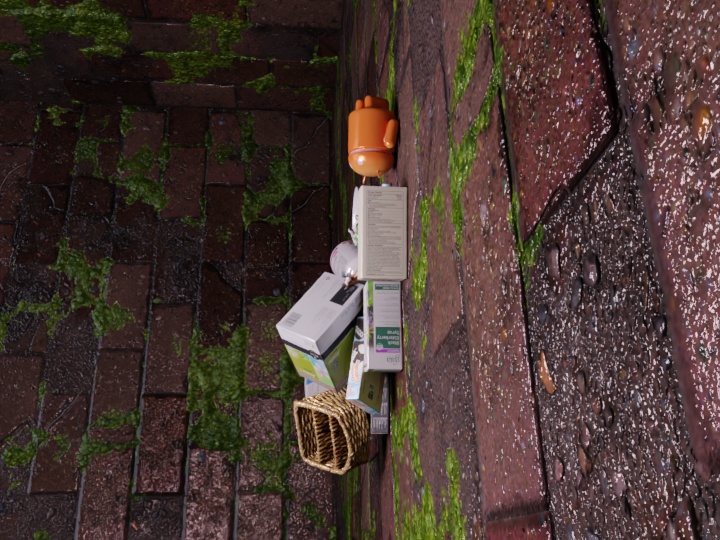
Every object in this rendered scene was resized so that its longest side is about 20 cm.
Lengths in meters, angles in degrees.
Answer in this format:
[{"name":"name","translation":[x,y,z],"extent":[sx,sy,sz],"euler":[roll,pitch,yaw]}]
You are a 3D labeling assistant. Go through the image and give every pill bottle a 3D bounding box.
[{"name":"pill bottle","translation":[0.000,0.000,1.801],"extent":[0.200,0.113,0.114],"euler":[-135,45,-65]}]

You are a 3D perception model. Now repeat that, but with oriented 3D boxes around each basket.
[{"name":"basket","translation":[-0.068,0.413,1.747],"extent":[0.143,0.149,0.200],"euler":[38,138,53]}]

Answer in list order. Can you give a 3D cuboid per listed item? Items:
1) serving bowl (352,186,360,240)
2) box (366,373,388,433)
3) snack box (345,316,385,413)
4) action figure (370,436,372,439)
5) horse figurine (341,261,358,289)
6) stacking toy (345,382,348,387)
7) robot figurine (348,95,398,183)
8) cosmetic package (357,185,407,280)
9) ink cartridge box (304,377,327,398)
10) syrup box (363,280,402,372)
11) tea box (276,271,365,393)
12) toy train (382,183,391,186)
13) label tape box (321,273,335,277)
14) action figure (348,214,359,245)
[{"name":"serving bowl","translation":[0.017,-0.138,1.998],"extent":[0.200,0.066,0.201],"euler":[-179,90,-84]},{"name":"box","translation":[0.040,0.308,1.787],"extent":[0.161,0.049,0.200],"euler":[115,156,-81]},{"name":"snack box","translation":[0.020,0.223,1.645],"extent":[0.116,0.037,0.200],"euler":[44,-133,-50]},{"name":"action figure","translation":[-0.013,0.382,1.924],"extent":[0.200,0.104,0.194],"euler":[-68,-31,-50]},{"name":"horse figurine","translation":[0.032,-0.051,1.643],"extent":[0.200,0.050,0.133],"euler":[-58,-4,-29]},{"name":"stacking toy","translation":[-0.023,0.253,1.884],"extent":[0.200,0.085,0.086],"euler":[-66,-19,-65]},{"name":"robot figurine","translation":[0.028,-0.314,1.678],"extent":[0.117,0.144,0.200],"euler":[14,-104,-73]},{"name":"cosmetic package","translation":[0.047,-0.079,1.520],"extent":[0.073,0.103,0.200],"euler":[147,125,-82]},{"name":"ink cartridge box","translation":[-0.059,0.298,2.014],"extent":[0.086,0.200,0.147],"euler":[-102,13,-59]},{"name":"syrup box","translation":[0.050,0.127,1.573],"extent":[0.081,0.079,0.200],"euler":[116,154,-75]},{"name":"tea box","translation":[-0.070,0.149,1.701],"extent":[0.200,0.133,0.197],"euler":[-48,-42,-31]},{"name":"toy train","translation":[0.042,-0.126,1.797],"extent":[0.150,0.055,0.200],"euler":[-114,26,-77]},{"name":"label tape box","translation":[-0.036,0.053,1.919],"extent":[0.200,0.144,0.063],"euler":[-100,12,-60]},{"name":"action figure","translation":[0.008,-0.105,1.644],"extent":[0.118,0.055,0.200],"euler":[-55,9,19]}]
